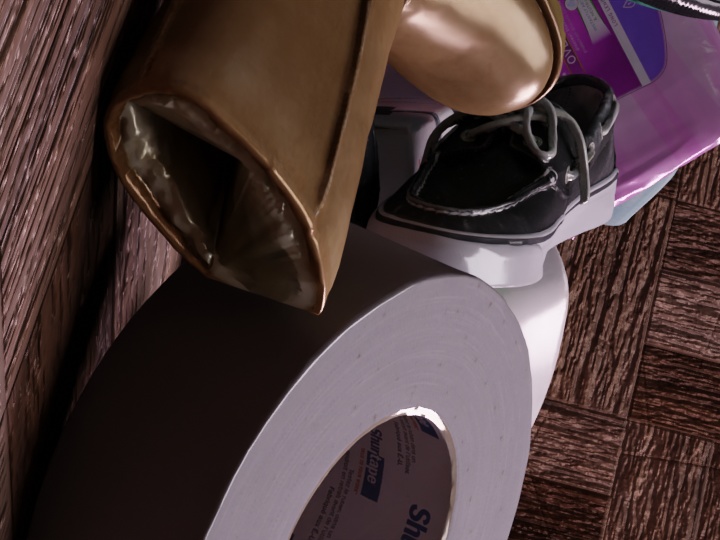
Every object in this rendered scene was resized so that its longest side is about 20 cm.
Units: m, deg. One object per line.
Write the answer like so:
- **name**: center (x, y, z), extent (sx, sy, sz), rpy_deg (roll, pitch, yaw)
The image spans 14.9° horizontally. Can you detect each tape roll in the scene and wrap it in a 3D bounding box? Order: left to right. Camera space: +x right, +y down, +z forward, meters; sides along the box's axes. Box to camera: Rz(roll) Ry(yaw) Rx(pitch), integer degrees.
- **tape roll**: center (-0.024, 0.084, 0.926), extent (0.200, 0.066, 0.201), rpy_deg (-36, 137, -42)

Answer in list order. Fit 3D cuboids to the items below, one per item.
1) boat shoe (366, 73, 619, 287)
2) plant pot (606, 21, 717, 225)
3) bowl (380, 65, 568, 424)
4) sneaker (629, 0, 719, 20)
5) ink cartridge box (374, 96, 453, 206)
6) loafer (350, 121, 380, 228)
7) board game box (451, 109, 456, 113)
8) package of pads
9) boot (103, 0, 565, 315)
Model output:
- **boat shoe**: center (0.061, -0.042, 1.107), extent (0.199, 0.073, 0.068), rpy_deg (-22, 124, -60)
- **plant pot**: center (0.108, -0.154, 1.492), extent (0.200, 0.196, 0.196), rpy_deg (154, -48, -76)
- **bowl**: center (0.018, -0.004, 1.425), extent (0.200, 0.075, 0.200), rpy_deg (56, -23, 25)
- **sneaker**: center (0.073, -0.165, 1.046), extent (0.088, 0.200, 0.074), rpy_deg (-66, -161, 2)
- **ink cartridge box**: center (0.000, 0.000, 1.229), extent (0.200, 0.083, 0.147), rpy_deg (-37, 126, -78)
- **loafer**: center (-0.028, -0.058, 1.056), extent (0.070, 0.068, 0.201), rpy_deg (-59, 160, -53)
- **board game box**: center (0.030, -0.158, 1.220), extent (0.200, 0.019, 0.103), rpy_deg (-120, -145, -52)
- **package of pads**: center (0.099, -0.126, 1.345), extent (0.200, 0.120, 0.076), rpy_deg (60, -5, -14)
- **boot**: center (-0.005, -0.060, 0.903), extent (0.066, 0.175, 0.200), rpy_deg (-23, -145, 31)
